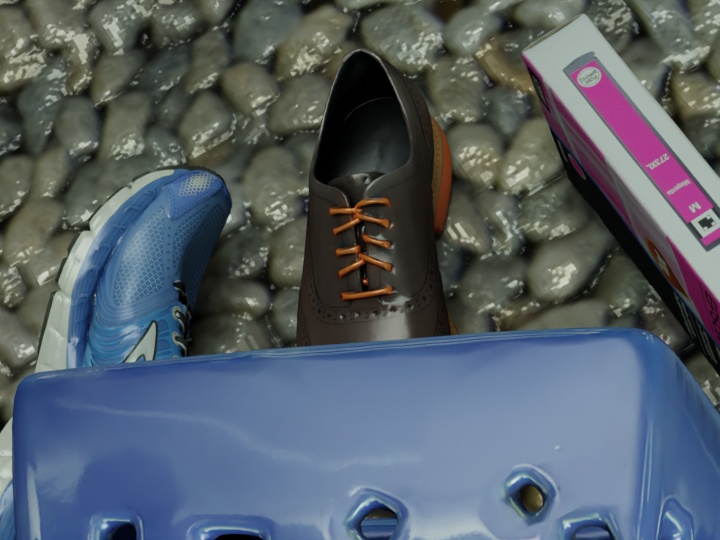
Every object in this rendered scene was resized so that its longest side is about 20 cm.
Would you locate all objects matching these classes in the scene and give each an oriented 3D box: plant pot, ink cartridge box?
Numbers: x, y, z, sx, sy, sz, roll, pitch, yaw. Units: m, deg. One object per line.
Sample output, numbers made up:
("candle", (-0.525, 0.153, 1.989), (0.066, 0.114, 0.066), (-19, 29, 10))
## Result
("plant pot", (0.016, 0.135, 0.692), (0.200, 0.200, 0.180), (-5, 67, 18))
("ink cartridge box", (0.133, -0.005, 0.889), (0.037, 0.095, 0.200), (-33, 54, -4))

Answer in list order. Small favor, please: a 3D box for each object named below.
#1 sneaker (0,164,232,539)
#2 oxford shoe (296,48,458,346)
("sneaker", (-0.088, 0.051, 0.950), (0.089, 0.079, 0.200), (13, 71, 18))
("oxford shoe", (0.000, 0.000, 0.945), (0.071, 0.073, 0.200), (-10, 56, 12))
